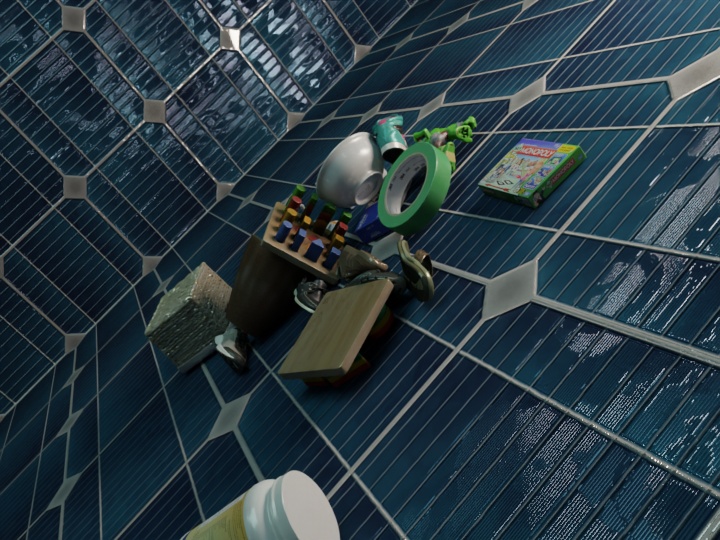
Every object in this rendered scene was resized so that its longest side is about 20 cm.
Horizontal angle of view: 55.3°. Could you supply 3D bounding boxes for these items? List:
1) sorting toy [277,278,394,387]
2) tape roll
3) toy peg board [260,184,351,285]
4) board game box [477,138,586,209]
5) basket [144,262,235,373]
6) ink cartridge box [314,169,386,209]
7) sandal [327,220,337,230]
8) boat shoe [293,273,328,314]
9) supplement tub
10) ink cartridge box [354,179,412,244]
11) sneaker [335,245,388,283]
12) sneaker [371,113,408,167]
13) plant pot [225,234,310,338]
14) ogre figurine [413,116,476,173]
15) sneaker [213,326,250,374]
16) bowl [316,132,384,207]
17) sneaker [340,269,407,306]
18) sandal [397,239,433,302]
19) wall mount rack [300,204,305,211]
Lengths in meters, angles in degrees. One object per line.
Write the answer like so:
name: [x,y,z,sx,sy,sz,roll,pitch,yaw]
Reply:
sorting toy: [-0.032,0.126,1.271,0.196,0.070,0.202,-15,36,50]
tape roll: [0.116,-0.179,1.513,0.199,0.047,0.205,-38,39,39]
toy peg board: [-0.114,-0.098,1.620,0.099,0.196,0.201,-56,13,28]
board game box: [0.317,-0.187,1.299,0.135,0.029,0.200,-45,22,-3]
basket: [-0.448,0.125,1.859,0.198,0.161,0.200,-37,23,18]
ink cartridge box: [-0.031,-0.262,1.960,0.145,0.084,0.199,-46,22,-8]
sandal: [-0.107,-0.080,1.792,0.078,0.059,0.209,-28,26,33]
boat shoe: [-0.101,0.051,1.522,0.067,0.073,0.199,-59,12,4]
supplement tub: [-0.137,0.372,0.909,0.198,0.145,0.145,-36,22,14]
ink cartridge box: [0.058,-0.158,1.671,0.093,0.044,0.202,-26,28,39]
sneaker: [0.000,0.000,1.482,0.077,0.069,0.199,-62,19,-1]
sneaker: [0.083,-0.320,1.705,0.081,0.124,0.200,-17,-14,13]
plant pot: [-0.235,0.050,1.652,0.203,0.185,0.186,-58,23,-4]
ogre figurine: [0.186,-0.295,1.631,0.118,0.098,0.204,3,63,47]
sneaker: [-0.299,0.180,1.638,0.079,0.075,0.200,-39,21,-6]
bowl: [-0.007,-0.225,1.674,0.201,0.202,0.090,-45,65,-6]
sneaker: [0.026,0.026,1.348,0.198,0.076,0.080,-16,29,52]
sandal: [0.111,0.001,1.273,0.056,0.082,0.202,-16,24,-6]
wall mount rack: [-0.178,-0.074,1.829,0.202,0.074,0.174,-58,3,-28]
